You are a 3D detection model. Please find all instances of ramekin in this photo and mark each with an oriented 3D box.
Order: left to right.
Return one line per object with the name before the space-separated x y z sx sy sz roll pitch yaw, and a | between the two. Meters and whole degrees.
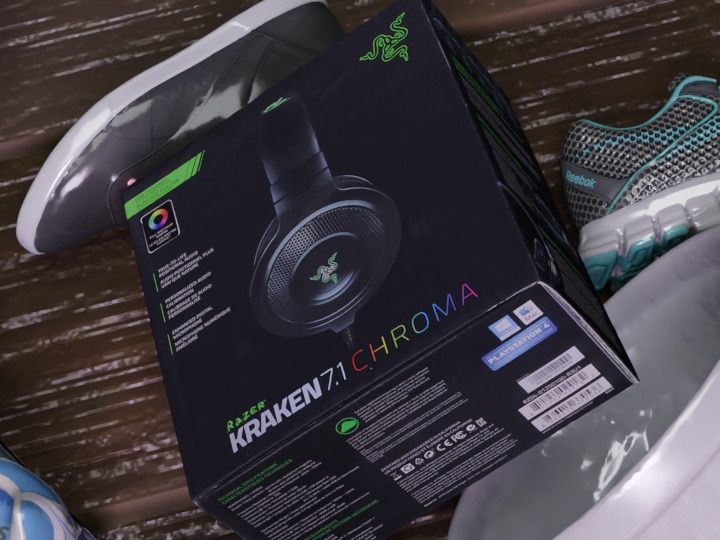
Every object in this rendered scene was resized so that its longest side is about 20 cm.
ramekin | 0.139 0.087 0.823 0.105 0.200 0.201 42 76 -9

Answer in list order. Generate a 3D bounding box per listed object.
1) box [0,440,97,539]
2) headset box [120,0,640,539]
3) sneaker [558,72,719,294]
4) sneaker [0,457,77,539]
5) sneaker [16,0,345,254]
box | -0.234 0.147 0.858 0.148 0.104 0.200 43 78 14
headset box | 0.000 0.000 0.835 0.173 0.093 0.201 -32 46 15
sneaker | 0.187 -0.064 0.938 0.198 0.078 0.092 -18 67 -6
sneaker | -0.215 0.096 0.783 0.198 0.073 0.073 6 72 5
sneaker | -0.070 -0.052 0.939 0.199 0.071 0.099 -37 69 -15
